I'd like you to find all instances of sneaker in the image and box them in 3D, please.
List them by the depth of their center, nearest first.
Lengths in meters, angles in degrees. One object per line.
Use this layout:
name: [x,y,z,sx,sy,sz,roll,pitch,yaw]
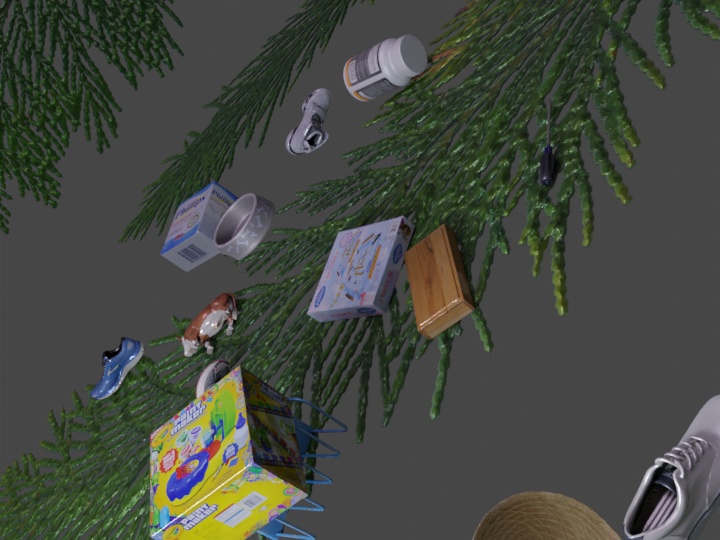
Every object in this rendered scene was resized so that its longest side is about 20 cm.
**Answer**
sneaker: [0.346,0.213,0.786,0.073,0.071,0.200,16,72,57]
sneaker: [-0.300,0.285,1.574,0.074,0.081,0.201,-11,57,29]
sneaker: [-0.118,-0.398,2.012,0.115,0.075,0.200,21,82,57]
sneaker: [-0.695,0.268,2.090,0.200,0.089,0.079,-55,30,-3]

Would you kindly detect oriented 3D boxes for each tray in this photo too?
tray: [0.133,0.015,1.301,0.099,0.037,0.200,-37,34,24]

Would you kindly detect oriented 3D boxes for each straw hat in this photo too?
straw hat: [0.198,0.353,0.816,0.085,0.200,0.202,102,179,-53]

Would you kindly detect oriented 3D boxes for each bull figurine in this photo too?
bull figurine: [-0.371,0.141,1.816,0.200,0.065,0.121,-50,35,9]

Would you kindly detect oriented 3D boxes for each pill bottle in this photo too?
pill bottle: [0.060,-0.495,1.830,0.200,0.116,0.117,-10,51,47]

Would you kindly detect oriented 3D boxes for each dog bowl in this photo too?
dog bowl: [-0.318,-0.121,2.011,0.200,0.059,0.201,-34,35,28]

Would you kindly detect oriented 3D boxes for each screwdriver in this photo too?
screwdriver: [0.328,-0.224,1.296,0.028,0.029,0.201,-23,38,40]

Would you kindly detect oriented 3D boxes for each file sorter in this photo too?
file sorter: [-0.121,0.324,1.233,0.122,0.139,0.201,-12,49,42]

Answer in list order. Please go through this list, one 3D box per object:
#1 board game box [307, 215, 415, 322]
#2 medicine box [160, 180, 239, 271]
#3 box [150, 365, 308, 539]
board game box: [0.000,0.000,1.485,0.199,0.041,0.201,-10,51,48]
medicine box: [-0.460,-0.126,2.161,0.182,0.103,0.201,-26,41,37]
box: [-0.204,0.291,1.133,0.200,0.122,0.193,-38,37,13]
